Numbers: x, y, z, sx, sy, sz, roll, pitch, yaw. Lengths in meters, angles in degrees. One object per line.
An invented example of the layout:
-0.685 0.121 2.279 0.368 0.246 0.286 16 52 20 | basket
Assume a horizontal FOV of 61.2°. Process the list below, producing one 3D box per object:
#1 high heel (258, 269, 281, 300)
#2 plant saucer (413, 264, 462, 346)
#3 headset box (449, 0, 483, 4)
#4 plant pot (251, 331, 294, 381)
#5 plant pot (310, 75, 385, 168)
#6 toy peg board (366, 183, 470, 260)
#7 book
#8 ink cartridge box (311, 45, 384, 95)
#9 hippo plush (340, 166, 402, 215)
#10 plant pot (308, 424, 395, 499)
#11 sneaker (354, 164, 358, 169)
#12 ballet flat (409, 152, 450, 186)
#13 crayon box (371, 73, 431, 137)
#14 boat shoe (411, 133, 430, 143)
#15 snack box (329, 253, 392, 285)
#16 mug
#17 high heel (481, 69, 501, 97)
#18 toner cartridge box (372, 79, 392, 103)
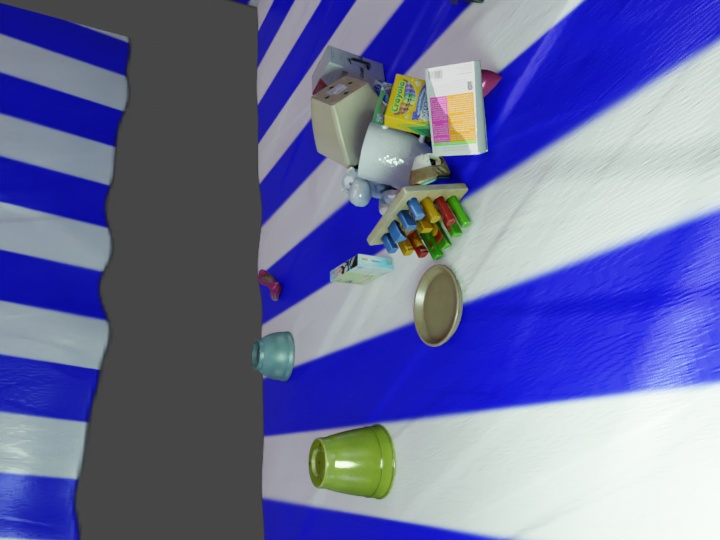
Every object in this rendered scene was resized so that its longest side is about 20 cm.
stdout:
-0.399 0.036 2.677 0.201 0.067 0.097 -120 34 -44 | high heel
0.192 0.086 1.500 0.200 0.029 0.203 -24 63 61 | plant saucer
0.255 -0.771 1.511 0.174 0.092 0.202 49 127 57 | headset box
-0.361 0.342 2.458 0.200 0.133 0.203 -25 62 59 | plant pot
-0.034 -0.448 1.780 0.200 0.199 0.178 38 158 48 | plant pot
0.153 -0.103 1.461 0.200 0.197 0.099 -54 54 45 | toy peg board
0.217 -0.370 1.407 0.132 0.048 0.203 5 110 38 | book
-0.041 -0.616 1.963 0.147 0.198 0.084 -47 40 49 | ink cartridge box
0.034 -0.260 1.749 0.160 0.159 0.202 -59 38 42 | hippo plush
-0.035 0.526 1.672 0.200 0.191 0.203 -25 62 61 | plant pot
0.016 -0.385 1.933 0.083 0.071 0.203 15 98 63 | sneaker
0.164 -0.246 1.472 0.067 0.199 0.073 -8 100 33 | ballet flat
0.138 -0.409 1.514 0.052 0.197 0.127 88 -163 -73 | crayon box
0.144 -0.372 1.677 0.063 0.073 0.200 -58 12 -21 | boat shoe
0.000 0.000 1.818 0.200 0.115 0.038 -29 58 59 | snack box
0.099 -0.319 1.596 0.148 0.173 0.202 -69 -7 -60 | mug
0.270 -0.374 1.444 0.068 0.095 0.202 -61 -20 -47 | high heel
0.112 -0.490 1.735 0.200 0.094 0.044 54 130 54 | toner cartridge box
